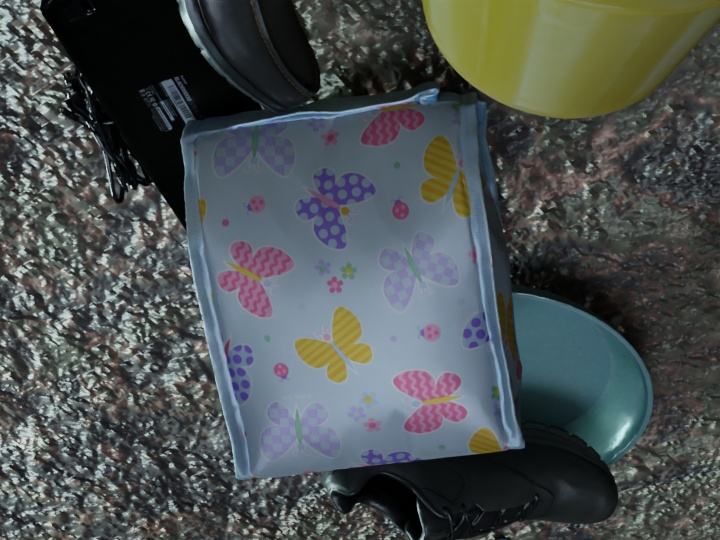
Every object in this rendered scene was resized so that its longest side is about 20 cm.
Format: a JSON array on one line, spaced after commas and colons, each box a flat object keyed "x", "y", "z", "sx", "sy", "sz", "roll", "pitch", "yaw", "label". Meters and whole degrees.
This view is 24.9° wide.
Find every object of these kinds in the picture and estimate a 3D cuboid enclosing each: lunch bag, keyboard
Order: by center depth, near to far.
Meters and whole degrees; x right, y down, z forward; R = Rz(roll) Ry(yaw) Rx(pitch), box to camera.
[{"x": -0.114, "y": -0.101, "z": 0.904, "sx": 0.104, "sy": 0.040, "sz": 0.200, "roll": -17, "pitch": 139, "yaw": 9, "label": "keyboard"}, {"x": 0.000, "y": 0.000, "z": 0.911, "sx": 0.169, "sy": 0.127, "sz": 0.200, "roll": -9, "pitch": 110, "yaw": 8, "label": "lunch bag"}]

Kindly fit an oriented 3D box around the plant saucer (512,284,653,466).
[{"x": 0.087, "y": 0.070, "z": 1.049, "sx": 0.200, "sy": 0.036, "sz": 0.200, "roll": 4, "pitch": 136, "yaw": 4, "label": "plant saucer"}]

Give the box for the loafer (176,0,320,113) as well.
[{"x": -0.059, "y": -0.161, "z": 0.805, "sx": 0.072, "sy": 0.073, "sz": 0.200, "roll": -17, "pitch": 133, "yaw": 17, "label": "loafer"}]

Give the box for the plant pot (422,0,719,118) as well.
[{"x": 0.102, "y": -0.170, "z": 0.700, "sx": 0.200, "sy": 0.201, "sz": 0.189, "roll": 8, "pitch": 153, "yaw": -1, "label": "plant pot"}]

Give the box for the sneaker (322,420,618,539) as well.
[{"x": 0.066, "y": 0.140, "z": 1.034, "sx": 0.200, "sy": 0.091, "sz": 0.076, "roll": 12, "pitch": 134, "yaw": -6, "label": "sneaker"}]

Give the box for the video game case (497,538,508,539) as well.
[{"x": 0.105, "y": 0.286, "z": 1.284, "sx": 0.143, "sy": 0.018, "sz": 0.200, "roll": -22, "pitch": 129, "yaw": 28, "label": "video game case"}]
